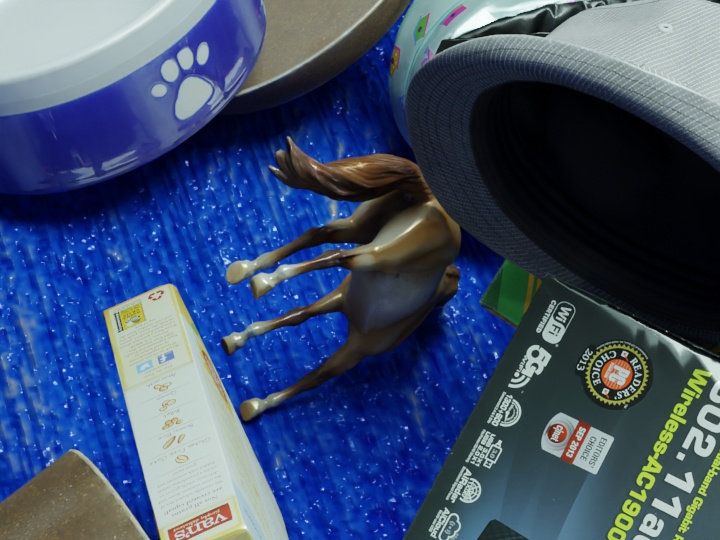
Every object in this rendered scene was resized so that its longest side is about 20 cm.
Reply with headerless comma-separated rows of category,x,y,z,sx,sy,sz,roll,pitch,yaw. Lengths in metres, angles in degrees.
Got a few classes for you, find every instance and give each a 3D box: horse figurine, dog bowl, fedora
horse figurine,0.000,0.000,1.169,0.132,0.200,0.050,-24,64,-16
dog bowl,-0.152,-0.134,1.311,0.199,0.079,0.201,-12,41,11
fedora,0.126,-0.056,1.068,0.199,0.177,0.090,20,59,30

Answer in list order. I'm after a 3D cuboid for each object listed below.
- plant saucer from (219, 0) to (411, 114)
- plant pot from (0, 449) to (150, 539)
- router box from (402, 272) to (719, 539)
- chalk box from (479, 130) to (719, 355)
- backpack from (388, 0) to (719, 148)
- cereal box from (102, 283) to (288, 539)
plant saucer,-0.038,-0.152,1.365,0.200,0.035,0.201,-24,36,19
plant pot,-0.150,0.199,0.957,0.199,0.187,0.187,-30,53,-14
router box,0.101,0.123,1.062,0.149,0.062,0.201,26,80,19
chalk box,0.174,-0.027,1.180,0.124,0.125,0.200,35,94,27
backpack,0.116,-0.093,1.307,0.199,0.168,0.127,-4,20,-9
cereal box,-0.053,0.112,1.028,0.039,0.144,0.200,-22,29,0
